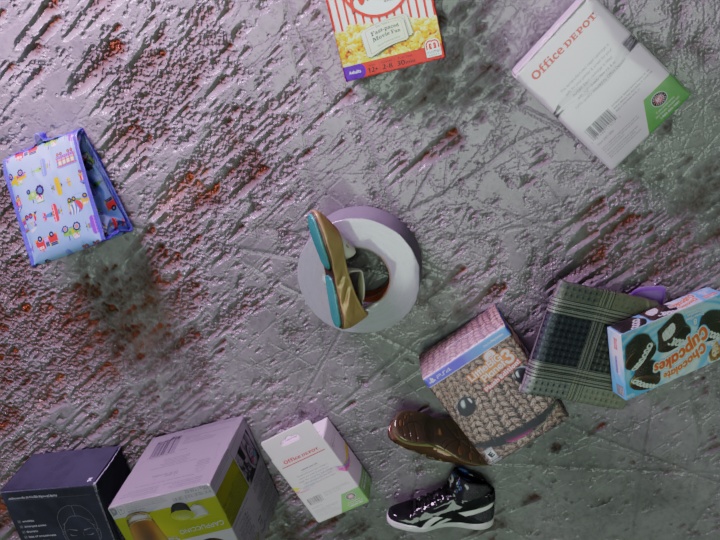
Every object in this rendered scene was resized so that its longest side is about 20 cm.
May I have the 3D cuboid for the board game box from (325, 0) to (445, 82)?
[{"bbox_3d":[0.028,-0.388,1.040,0.151,0.046,0.201,-11,110,11],"label":"board game box"}]

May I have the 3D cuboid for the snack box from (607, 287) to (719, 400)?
[{"bbox_3d":[0.483,0.114,1.147,0.199,0.037,0.117,-19,112,-16],"label":"snack box"}]

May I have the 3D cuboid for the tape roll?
[{"bbox_3d":[0.000,0.000,1.191,0.199,0.066,0.201,3,112,7],"label":"tape roll"}]

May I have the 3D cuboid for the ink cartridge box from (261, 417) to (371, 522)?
[{"bbox_3d":[-0.080,0.352,1.341,0.117,0.067,0.201,-27,107,17],"label":"ink cartridge box"}]

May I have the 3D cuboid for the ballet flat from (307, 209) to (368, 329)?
[{"bbox_3d":[-0.032,-0.007,1.132,0.063,0.069,0.201,-19,114,-16],"label":"ballet flat"}]

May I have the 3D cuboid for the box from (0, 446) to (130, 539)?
[{"bbox_3d":[-0.548,0.463,1.413,0.199,0.124,0.198,-7,112,10],"label":"box"}]

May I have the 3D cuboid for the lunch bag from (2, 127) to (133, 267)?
[{"bbox_3d":[-0.492,-0.128,1.195,0.150,0.094,0.201,-17,100,16],"label":"lunch bag"}]

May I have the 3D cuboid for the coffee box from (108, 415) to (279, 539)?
[{"bbox_3d":[-0.290,0.420,1.322,0.199,0.200,0.199,-16,110,13],"label":"coffee box"}]

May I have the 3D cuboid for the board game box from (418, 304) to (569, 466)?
[{"bbox_3d":[0.219,0.190,1.213,0.159,0.097,0.200,-35,104,10],"label":"board game box"}]

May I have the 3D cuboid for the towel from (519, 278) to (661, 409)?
[{"bbox_3d":[0.361,0.119,1.149,0.199,0.035,0.194,13,100,-19],"label":"towel"}]

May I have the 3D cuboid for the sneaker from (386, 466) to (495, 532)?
[{"bbox_3d":[0.147,0.412,1.342,0.199,0.073,0.113,-1,109,-2],"label":"sneaker"}]

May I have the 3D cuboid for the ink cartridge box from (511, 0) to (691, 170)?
[{"bbox_3d":[0.333,-0.267,1.031,0.200,0.084,0.146,41,110,-10],"label":"ink cartridge box"}]

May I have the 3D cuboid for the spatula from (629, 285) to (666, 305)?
[{"bbox_3d":[0.466,0.114,1.203,0.056,0.021,0.201,-3,112,5],"label":"spatula"}]

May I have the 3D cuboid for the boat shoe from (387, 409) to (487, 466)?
[{"bbox_3d":[0.143,0.303,1.302,0.199,0.072,0.068,18,147,-9],"label":"boat shoe"}]
